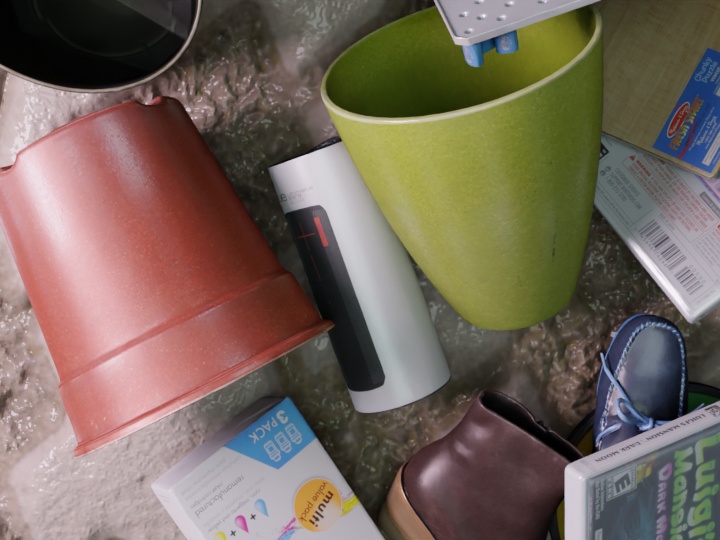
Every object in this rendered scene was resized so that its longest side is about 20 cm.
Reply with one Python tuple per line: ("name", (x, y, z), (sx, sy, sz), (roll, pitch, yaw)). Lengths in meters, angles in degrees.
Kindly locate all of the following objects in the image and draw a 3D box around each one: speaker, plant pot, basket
("speaker", (0.000, 0.000, 0.762), (0.081, 0.081, 0.201), (-19, 99, 2))
("plant pot", (-0.150, -0.003, 0.711), (0.200, 0.201, 0.196), (-26, 90, 3))
("basket", (-0.178, -0.189, 0.671), (0.180, 0.200, 0.136), (28, 96, -6))
("plant pot", (0.089, -0.063, 0.710), (0.186, 0.187, 0.201), (-17, 122, 1))

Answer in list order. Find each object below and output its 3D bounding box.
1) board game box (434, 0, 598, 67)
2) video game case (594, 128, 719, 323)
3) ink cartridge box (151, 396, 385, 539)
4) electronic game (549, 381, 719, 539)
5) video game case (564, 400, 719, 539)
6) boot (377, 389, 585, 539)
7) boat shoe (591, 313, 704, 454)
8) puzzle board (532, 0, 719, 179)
("board game box", (0.139, -0.222, 0.682), (0.199, 0.200, 0.026), (-18, 130, 4))
("video game case", (0.248, -0.094, 0.728), (0.182, 0.024, 0.200), (-38, 68, 10))
("ink cartridge box", (-0.053, 0.210, 0.776), (0.115, 0.068, 0.200), (-37, 98, -24))
("electronic game", (0.248, 0.186, 0.812), (0.199, 0.042, 0.201), (0, 98, -1))
("video game case", (0.225, 0.199, 0.733), (0.181, 0.023, 0.201), (-16, 115, -25))
("boot", (0.121, 0.200, 0.768), (0.200, 0.072, 0.166), (39, 125, 1))
("boat shoe", (0.213, 0.135, 0.755), (0.084, 0.069, 0.201), (4, 94, 5))
("puzzle board", (0.232, -0.181, 0.732), (0.150, 0.017, 0.200), (29, 90, 23))
